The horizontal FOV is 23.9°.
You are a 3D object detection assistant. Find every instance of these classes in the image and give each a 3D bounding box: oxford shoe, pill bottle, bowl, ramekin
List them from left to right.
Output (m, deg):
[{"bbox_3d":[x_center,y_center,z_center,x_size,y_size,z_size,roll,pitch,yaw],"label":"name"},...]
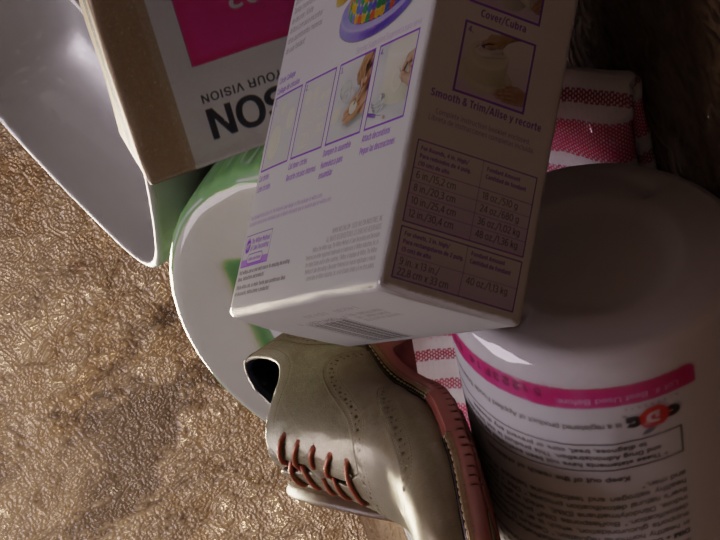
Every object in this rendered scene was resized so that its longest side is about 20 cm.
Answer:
[{"bbox_3d":[-0.145,-0.121,0.911,0.200,0.074,0.201,43,154,29],"label":"bowl"},{"bbox_3d":[0.000,0.000,0.867,0.098,0.199,0.201,-55,-40,-46],"label":"ramekin"},{"bbox_3d":[0.004,0.077,0.685,0.200,0.073,0.071,-128,21,-64],"label":"oxford shoe"},{"bbox_3d":[0.101,0.068,0.677,0.114,0.113,0.201,-118,11,-49],"label":"pill bottle"}]

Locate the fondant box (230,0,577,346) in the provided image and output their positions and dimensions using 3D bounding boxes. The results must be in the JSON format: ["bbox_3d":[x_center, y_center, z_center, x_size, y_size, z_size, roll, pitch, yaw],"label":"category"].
[{"bbox_3d":[0.019,-0.078,0.626,0.144,0.058,0.202,-12,66,66],"label":"fondant box"}]

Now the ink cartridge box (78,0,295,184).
[{"bbox_3d":[-0.031,-0.151,0.754,0.075,0.199,0.166,-127,18,-62],"label":"ink cartridge box"}]

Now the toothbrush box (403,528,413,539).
[{"bbox_3d":[0.062,0.135,1.274,0.200,0.085,0.147,80,168,-58],"label":"toothbrush box"}]

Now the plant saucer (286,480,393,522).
[{"bbox_3d":[0.059,0.125,0.932,0.200,0.198,0.030,159,121,-83],"label":"plant saucer"}]

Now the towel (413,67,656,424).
[{"bbox_3d":[0.063,0.000,0.743,0.030,0.145,0.201,-55,-40,-46],"label":"towel"}]
